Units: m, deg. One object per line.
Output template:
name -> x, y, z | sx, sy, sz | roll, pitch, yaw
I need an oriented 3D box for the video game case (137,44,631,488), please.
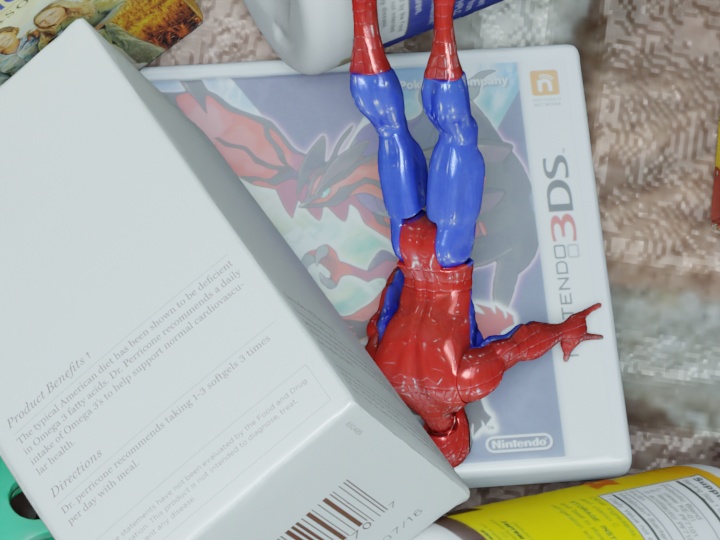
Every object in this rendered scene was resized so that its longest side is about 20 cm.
video game case -> 0.000, 0.000, 1.203 | 0.199, 0.023, 0.183 | -4, 70, -6

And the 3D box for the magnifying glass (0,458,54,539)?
magnifying glass -> -0.129, 0.083, 1.161 | 0.079, 0.022, 0.201 | -14, 56, -19

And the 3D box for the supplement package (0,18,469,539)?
supplement package -> -0.073, 0.030, 1.094 | 0.117, 0.117, 0.200 | -40, 60, 6

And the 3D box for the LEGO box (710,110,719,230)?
LEGO box -> 0.200, -0.116, 1.194 | 0.077, 0.149, 0.201 | 6, 86, -6

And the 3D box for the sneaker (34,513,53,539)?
sneaker -> -0.127, 0.179, 1.178 | 0.114, 0.076, 0.201 | 18, 81, -3

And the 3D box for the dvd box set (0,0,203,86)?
dvd box set -> -0.143, -0.084, 1.118 | 0.146, 0.200, 0.029 | -36, 77, 3

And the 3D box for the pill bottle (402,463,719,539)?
pill bottle -> 0.096, 0.136, 1.159 | 0.199, 0.109, 0.110 | -8, 87, -35

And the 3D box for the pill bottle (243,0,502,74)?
pill bottle -> 0.045, -0.166, 1.192 | 0.199, 0.120, 0.120 | -22, 89, -13

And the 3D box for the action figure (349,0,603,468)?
action figure -> 0.041, -0.026, 1.150 | 0.065, 0.099, 0.201 | 8, 108, 32
